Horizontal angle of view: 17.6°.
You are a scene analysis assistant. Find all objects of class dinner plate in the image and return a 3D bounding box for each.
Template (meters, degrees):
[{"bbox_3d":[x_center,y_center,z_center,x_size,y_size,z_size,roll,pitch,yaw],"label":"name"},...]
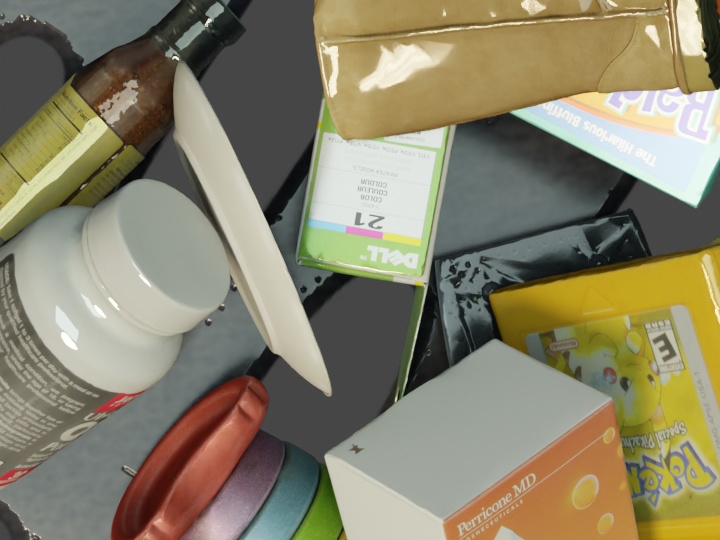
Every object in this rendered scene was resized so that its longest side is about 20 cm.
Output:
[{"bbox_3d":[-0.065,-0.019,1.274,0.024,0.200,0.201,-26,92,-5],"label":"dinner plate"}]

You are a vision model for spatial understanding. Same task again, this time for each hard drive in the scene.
[{"bbox_3d":[0.124,0.075,1.363,0.134,0.042,0.201,-15,93,-2],"label":"hard drive"}]

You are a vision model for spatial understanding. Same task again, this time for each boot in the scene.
[{"bbox_3d":[0.071,-0.155,1.153,0.199,0.066,0.176,-4,105,19],"label":"boot"}]

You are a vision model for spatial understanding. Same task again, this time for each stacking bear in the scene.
[{"bbox_3d":[-0.033,0.168,1.328,0.200,0.114,0.122,40,76,-13],"label":"stacking bear"}]

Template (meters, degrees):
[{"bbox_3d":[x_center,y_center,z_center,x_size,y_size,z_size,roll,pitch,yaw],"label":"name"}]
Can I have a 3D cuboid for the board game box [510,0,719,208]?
[{"bbox_3d":[0.151,-0.155,1.189,0.152,0.045,0.201,27,113,10],"label":"board game box"}]

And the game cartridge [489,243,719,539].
[{"bbox_3d":[0.160,0.093,1.266,0.032,0.176,0.201,-17,93,-39],"label":"game cartridge"}]

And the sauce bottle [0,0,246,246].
[{"bbox_3d":[-0.149,-0.083,1.339,0.200,0.066,0.066,-43,93,-2],"label":"sauce bottle"}]

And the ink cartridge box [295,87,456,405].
[{"bbox_3d":[0.000,0.000,1.303,0.075,0.148,0.201,10,91,0],"label":"ink cartridge box"}]

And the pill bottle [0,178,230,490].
[{"bbox_3d":[-0.167,0.034,1.275,0.200,0.111,0.111,-35,93,32],"label":"pill bottle"}]

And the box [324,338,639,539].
[{"bbox_3d":[0.075,0.161,1.246,0.124,0.097,0.201,-33,126,-27],"label":"box"}]

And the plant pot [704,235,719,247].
[{"bbox_3d":[0.271,0.058,1.304,0.200,0.201,0.189,-31,76,-1],"label":"plant pot"}]
